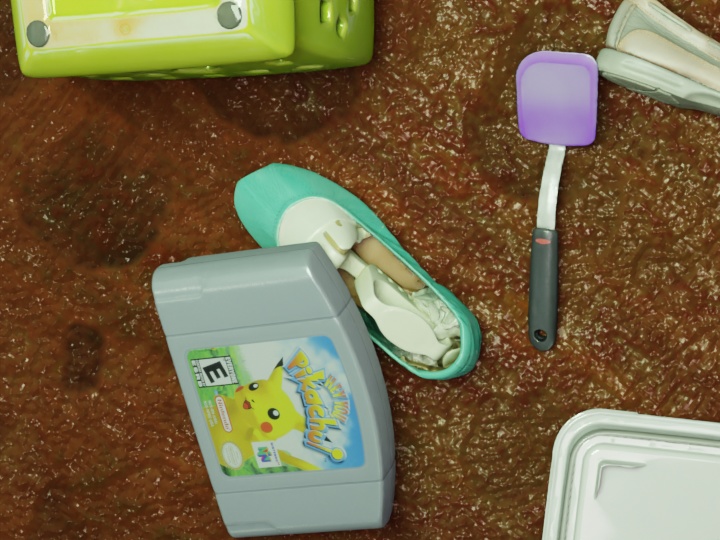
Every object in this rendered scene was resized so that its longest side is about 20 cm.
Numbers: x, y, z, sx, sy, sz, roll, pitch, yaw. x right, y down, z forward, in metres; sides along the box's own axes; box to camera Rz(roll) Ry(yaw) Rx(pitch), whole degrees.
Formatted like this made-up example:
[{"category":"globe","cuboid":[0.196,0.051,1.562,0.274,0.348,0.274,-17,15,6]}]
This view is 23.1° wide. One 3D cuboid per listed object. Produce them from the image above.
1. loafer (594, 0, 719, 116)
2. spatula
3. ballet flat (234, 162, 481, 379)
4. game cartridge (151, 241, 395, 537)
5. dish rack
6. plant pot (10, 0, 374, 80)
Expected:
[{"category":"loafer","cuboid":[0.252,-0.123,1.132,0.198,0.072,0.063,20,91,2]},{"category":"spatula","cuboid":[0.125,-0.044,1.164,0.056,0.021,0.202,8,103,23]},{"category":"ballet flat","cuboid":[0.000,0.000,1.154,0.200,0.070,0.068,39,98,-4]},{"category":"game cartridge","cuboid":[-0.049,0.082,1.149,0.132,0.041,0.202,-9,111,19]},{"category":"dish rack","cuboid":[0.224,0.189,1.189,0.198,0.044,0.174,6,98,0]},{"category":"plant pot","cuboid":[-0.110,-0.211,1.054,0.198,0.181,0.201,-2,99,15]}]
